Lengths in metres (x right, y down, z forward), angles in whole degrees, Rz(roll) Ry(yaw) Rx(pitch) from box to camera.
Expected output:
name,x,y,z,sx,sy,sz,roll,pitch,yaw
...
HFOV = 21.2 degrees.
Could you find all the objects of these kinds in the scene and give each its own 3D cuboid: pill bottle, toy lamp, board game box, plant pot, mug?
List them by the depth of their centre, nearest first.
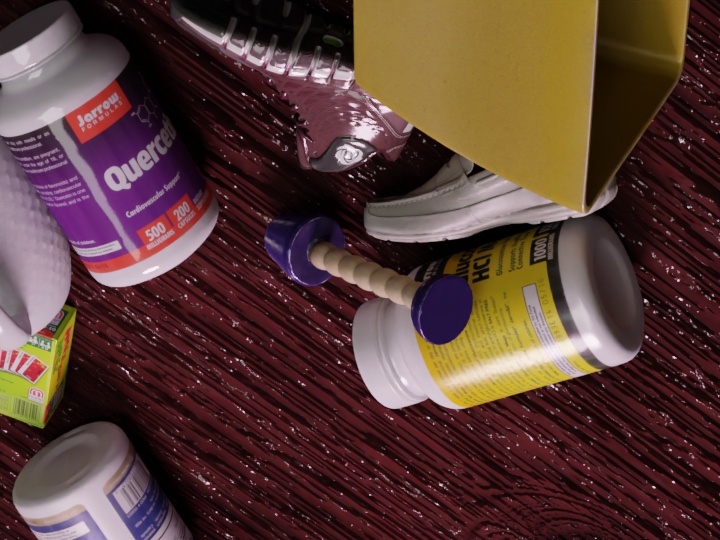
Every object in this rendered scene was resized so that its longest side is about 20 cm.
name,x,y,z,sx,sy,sz,roll,pitch,yaw
plant pot,0.100,-0.185,1.228,0.175,0.200,0.201,15,128,22
toy lamp,0.000,0.000,1.410,0.200,0.058,0.058,25,138,46
pill bottle,0.099,0.037,1.423,0.199,0.113,0.113,-18,117,27
pill bottle,-0.196,-0.094,1.424,0.112,0.113,0.201,-17,118,27
mug,-0.296,-0.018,1.461,0.147,0.200,0.176,-30,128,0
board game box,-0.344,0.050,1.614,0.199,0.048,0.102,19,127,4
pill bottle,-0.204,0.239,1.663,0.111,0.111,0.201,-16,117,27

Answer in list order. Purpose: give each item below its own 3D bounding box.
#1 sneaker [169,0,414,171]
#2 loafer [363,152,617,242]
name,x,y,z,sx,sy,sz,roll,pitch,yaw
sneaker,-0.051,-0.127,1.381,0.199,0.076,0.116,22,131,1
loafer,0.089,-0.064,1.390,0.199,0.070,0.070,-11,99,28
